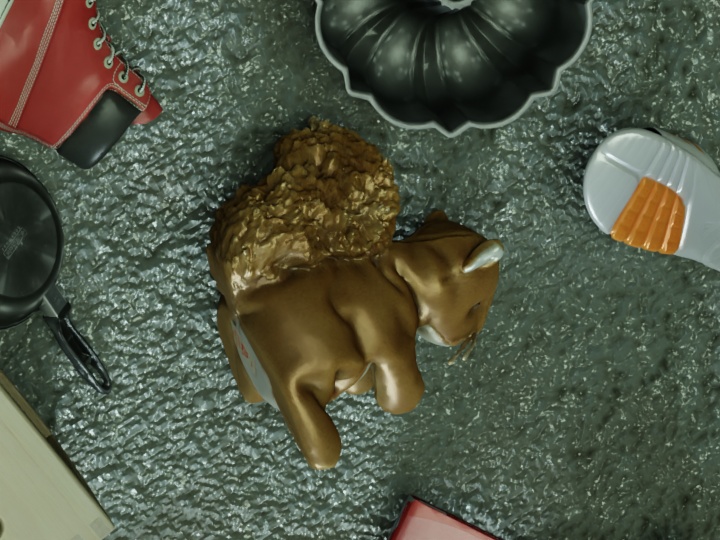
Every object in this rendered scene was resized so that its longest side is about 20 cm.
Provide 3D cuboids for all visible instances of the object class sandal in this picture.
[{"bbox_3d":[0.222,-0.051,1.779,0.206,0.059,0.079,25,113,-39],"label":"sandal"}]

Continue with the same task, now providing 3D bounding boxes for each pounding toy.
[{"bbox_3d":[-0.289,0.106,1.625,0.142,0.184,0.200,-39,116,-6],"label":"pounding toy"}]

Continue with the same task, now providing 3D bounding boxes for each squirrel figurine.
[{"bbox_3d":[0.000,0.000,1.690,0.186,0.141,0.201,-25,110,-14],"label":"squirrel figurine"}]

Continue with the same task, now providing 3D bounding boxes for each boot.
[{"bbox_3d":[-0.175,-0.171,1.639,0.144,0.072,0.201,23,104,-18],"label":"boot"}]

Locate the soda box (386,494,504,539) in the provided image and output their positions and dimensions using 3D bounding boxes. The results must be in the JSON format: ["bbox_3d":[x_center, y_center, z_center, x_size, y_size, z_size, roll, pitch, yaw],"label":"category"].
[{"bbox_3d":[0.109,0.231,1.774,0.199,0.063,0.070,26,87,-1],"label":"soda box"}]

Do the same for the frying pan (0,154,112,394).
[{"bbox_3d":[-0.223,0.016,1.660,0.115,0.031,0.191,-32,110,-44],"label":"frying pan"}]

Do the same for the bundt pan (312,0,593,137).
[{"bbox_3d":[0.055,-0.194,1.687,0.201,0.076,0.203,-3,103,-13],"label":"bundt pan"}]
